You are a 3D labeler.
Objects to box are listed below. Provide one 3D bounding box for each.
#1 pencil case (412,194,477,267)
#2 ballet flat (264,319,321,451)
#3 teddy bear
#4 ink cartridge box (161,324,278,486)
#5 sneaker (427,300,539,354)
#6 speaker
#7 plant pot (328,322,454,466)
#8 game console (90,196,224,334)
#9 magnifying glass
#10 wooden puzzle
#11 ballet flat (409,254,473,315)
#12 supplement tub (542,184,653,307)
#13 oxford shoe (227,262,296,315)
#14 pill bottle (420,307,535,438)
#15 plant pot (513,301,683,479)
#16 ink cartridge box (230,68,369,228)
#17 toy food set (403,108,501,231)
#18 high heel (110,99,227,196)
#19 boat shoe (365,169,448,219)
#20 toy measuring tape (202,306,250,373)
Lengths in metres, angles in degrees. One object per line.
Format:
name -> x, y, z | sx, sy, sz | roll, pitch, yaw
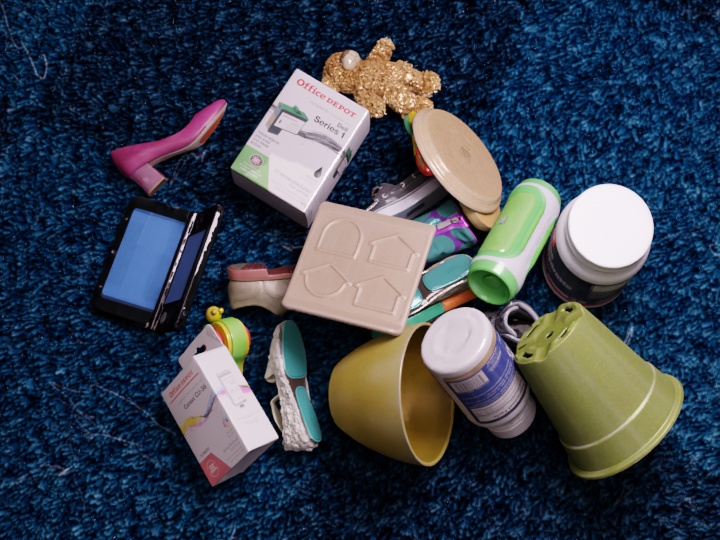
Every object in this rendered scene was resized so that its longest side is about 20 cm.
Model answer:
pencil case -> 0.075, -0.038, 1.678 | 0.197, 0.093, 0.086 | -25, 75, -6
ballet flat -> -0.112, 0.176, 1.635 | 0.070, 0.072, 0.204 | -12, 73, -3
teddy bear -> 0.035, -0.311, 1.770 | 0.199, 0.067, 0.146 | 35, 75, 9
ink cartridge box -> -0.218, 0.195, 1.594 | 0.067, 0.116, 0.202 | -16, 68, -48
sneaker -> 0.191, 0.085, 1.631 | 0.196, 0.114, 0.077 | 0, 73, 0
speaker -> 0.231, -0.045, 1.627 | 0.087, 0.089, 0.201 | 28, 55, 8
plant pot -> 0.037, 0.181, 1.581 | 0.140, 0.199, 0.204 | -5, 72, 27
game console -> -0.312, -0.017, 1.666 | 0.115, 0.175, 0.203 | 24, 74, -22
magnifying glass -> 0.106, 0.063, 1.665 | 0.197, 0.079, 0.023 | -22, 91, -17
wooden puzzle -> 0.000, 0.000, 1.589 | 0.182, 0.047, 0.202 | 13, 58, 14
ballet flat -> 0.090, 0.037, 1.653 | 0.197, 0.063, 0.068 | -20, 62, -11
supplement tub -> 0.352, -0.035, 1.619 | 0.137, 0.200, 0.143 | 0, 73, 0
oxford shoe -> -0.108, 0.031, 1.684 | 0.196, 0.071, 0.076 | 3, 100, 0
pill bottle -> 0.177, 0.154, 1.564 | 0.109, 0.201, 0.112 | -22, 42, 21
plant pot -> 0.318, 0.154, 1.536 | 0.200, 0.200, 0.190 | -45, 102, -12
ink cartridge box -> -0.093, -0.195, 1.728 | 0.145, 0.084, 0.202 | 30, 77, 8
toy food set -> 0.147, -0.166, 1.680 | 0.198, 0.048, 0.200 | 30, 38, -31
high heel -> -0.306, -0.222, 1.743 | 0.096, 0.067, 0.200 | 43, 82, 1
boat shoe -> 0.053, -0.112, 1.714 | 0.198, 0.070, 0.067 | -33, 68, -9
toy measuring tape -> -0.186, 0.140, 1.635 | 0.072, 0.074, 0.203 | -23, 72, -6
